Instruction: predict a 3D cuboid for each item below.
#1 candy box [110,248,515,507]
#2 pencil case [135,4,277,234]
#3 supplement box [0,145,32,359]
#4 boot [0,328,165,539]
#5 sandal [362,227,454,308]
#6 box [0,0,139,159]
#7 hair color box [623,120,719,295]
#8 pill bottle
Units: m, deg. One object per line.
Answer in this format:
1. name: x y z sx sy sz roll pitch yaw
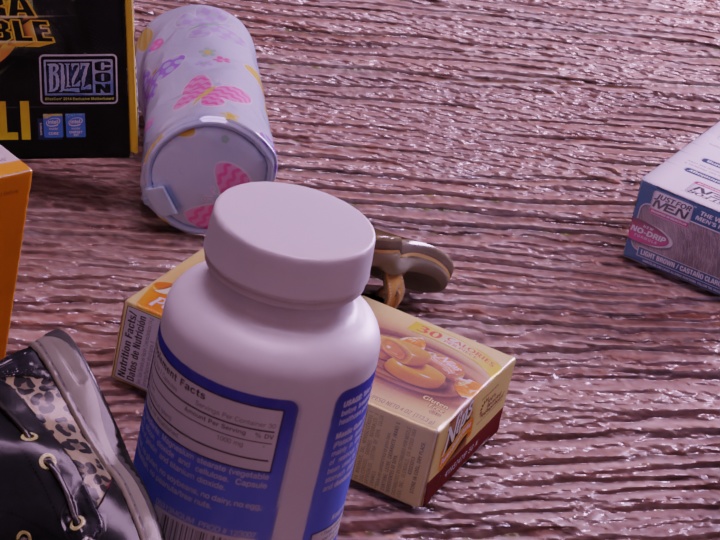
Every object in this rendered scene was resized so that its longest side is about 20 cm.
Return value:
1. candy box: -0.026 0.055 1.692 0.199 0.056 0.115 21 27 18
2. pencil case: -0.105 -0.100 1.936 0.090 0.083 0.200 -10 28 -3
3. supplement box: -0.277 -0.041 1.690 0.073 0.127 0.200 -14 36 -40
4. boot: -0.178 0.135 1.456 0.153 0.074 0.204 -18 58 -14
5. sandal: 0.000 0.000 1.776 0.080 0.054 0.200 17 0 14
6. box: -0.238 -0.149 1.845 0.199 0.160 0.049 -1 28 -2
7. hair color box: 0.264 -0.047 2.021 0.100 0.061 0.200 23 27 21
8. pill bottle: -0.052 0.062 1.502 0.112 0.201 0.112 11 26 -5
